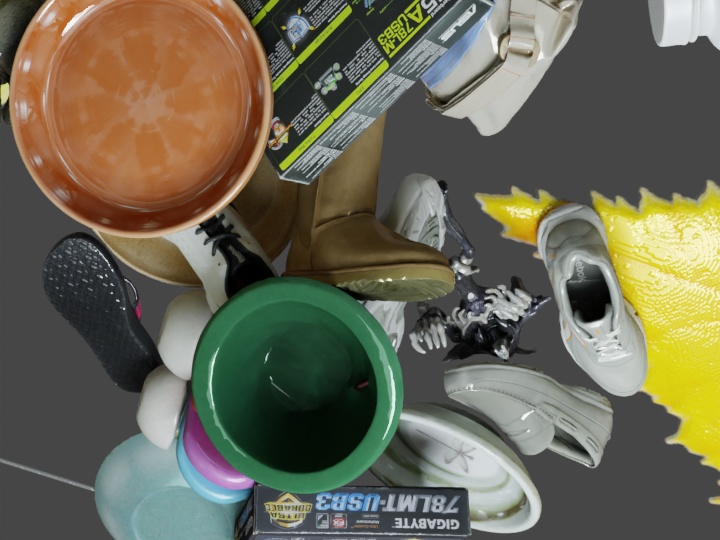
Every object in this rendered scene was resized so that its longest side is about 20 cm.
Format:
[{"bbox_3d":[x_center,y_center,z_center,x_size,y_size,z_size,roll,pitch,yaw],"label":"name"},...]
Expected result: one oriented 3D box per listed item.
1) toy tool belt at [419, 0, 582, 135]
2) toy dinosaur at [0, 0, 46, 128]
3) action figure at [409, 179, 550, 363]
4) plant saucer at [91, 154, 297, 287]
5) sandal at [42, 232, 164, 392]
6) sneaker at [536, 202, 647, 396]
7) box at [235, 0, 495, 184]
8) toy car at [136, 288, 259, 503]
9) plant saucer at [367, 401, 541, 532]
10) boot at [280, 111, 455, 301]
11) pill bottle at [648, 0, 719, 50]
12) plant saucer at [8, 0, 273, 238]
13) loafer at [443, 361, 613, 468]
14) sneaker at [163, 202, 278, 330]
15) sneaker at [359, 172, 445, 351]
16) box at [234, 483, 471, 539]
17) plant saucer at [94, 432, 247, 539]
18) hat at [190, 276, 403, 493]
[{"bbox_3d":[0.099,-0.204,0.890,0.122,0.126,0.201,27,138,-6],"label":"toy tool belt"},{"bbox_3d":[-0.264,-0.178,0.928,0.076,0.200,0.103,27,148,27],"label":"toy dinosaur"},{"bbox_3d":[0.092,0.025,1.043,0.118,0.102,0.201,-31,111,18],"label":"action figure"},{"bbox_3d":[-0.146,-0.080,1.031,0.197,0.036,0.202,1,121,2],"label":"plant saucer"},{"bbox_3d":[-0.236,0.036,1.107,0.074,0.045,0.201,-6,135,13],"label":"sandal"},{"bbox_3d":[0.207,0.045,1.052,0.075,0.092,0.201,-21,118,14],"label":"sneaker"},{"bbox_3d":[-0.028,-0.202,0.879,0.200,0.047,0.194,-42,69,24],"label":"box"},{"bbox_3d":[-0.108,0.125,1.074,0.173,0.151,0.202,15,124,-13],"label":"toy car"},{"bbox_3d":[0.085,0.176,1.133,0.198,0.051,0.201,22,149,14],"label":"plant saucer"},{"bbox_3d":[0.004,-0.080,0.906,0.174,0.203,0.066,-3,167,41],"label":"boot"},{"bbox_3d":[0.318,-0.219,0.881,0.197,0.109,0.110,-6,120,7],"label":"pill bottle"},{"bbox_3d":[-0.160,-0.126,0.879,0.197,0.032,0.203,0,93,8],"label":"plant saucer"},{"bbox_3d":[0.156,0.131,1.081,0.198,0.071,0.070,20,157,-31],"label":"loafer"},{"bbox_3d":[-0.119,-0.032,0.965,0.074,0.080,0.201,-39,98,-18],"label":"sneaker"},{"bbox_3d":[0.000,0.000,0.980,0.099,0.078,0.202,33,117,20],"label":"sneaker"},{"bbox_3d":[-0.015,0.243,1.125,0.197,0.050,0.199,3,158,-11],"label":"box"},{"bbox_3d":[-0.181,0.253,1.228,0.198,0.039,0.203,1,120,2],"label":"plant saucer"},{"bbox_3d":[-0.035,0.074,0.972,0.165,0.176,0.201,40,113,2],"label":"hat"}]
